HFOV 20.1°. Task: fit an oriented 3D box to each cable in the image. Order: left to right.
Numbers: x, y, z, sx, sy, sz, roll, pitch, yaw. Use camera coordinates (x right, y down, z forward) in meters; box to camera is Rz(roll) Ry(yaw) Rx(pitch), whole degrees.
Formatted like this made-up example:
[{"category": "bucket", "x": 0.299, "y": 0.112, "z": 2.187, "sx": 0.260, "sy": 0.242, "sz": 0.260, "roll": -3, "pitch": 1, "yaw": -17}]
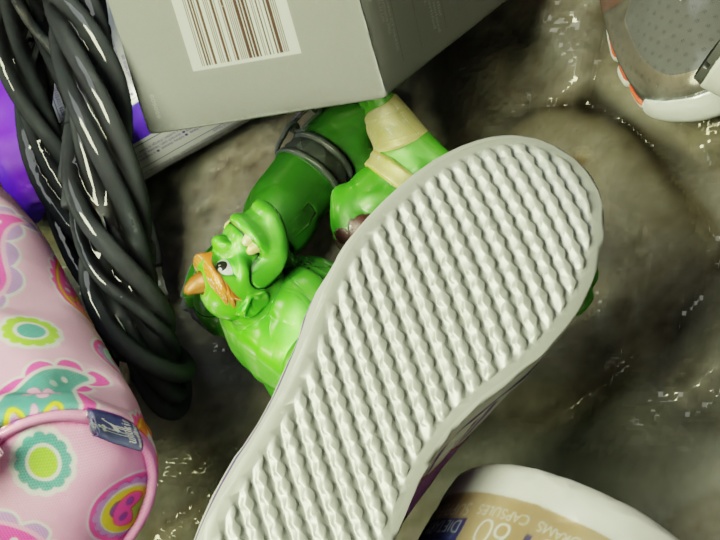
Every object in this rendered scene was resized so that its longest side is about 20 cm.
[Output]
[{"category": "cable", "x": -0.109, "y": -0.040, "z": 0.794, "sx": 0.050, "sy": 0.201, "sz": 0.163, "roll": -13, "pitch": 21, "yaw": -7}]

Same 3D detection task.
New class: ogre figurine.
[{"category": "ogre figurine", "x": 0.000, "y": 0.000, "z": 0.778, "sx": 0.120, "sy": 0.098, "sz": 0.200, "roll": -43, "pitch": 52, "yaw": -5}]

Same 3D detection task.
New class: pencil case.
[{"category": "pencil case", "x": -0.139, "y": 0.029, "z": 0.725, "sx": 0.087, "sy": 0.087, "sz": 0.200, "roll": -40, "pitch": 42, "yaw": 3}]

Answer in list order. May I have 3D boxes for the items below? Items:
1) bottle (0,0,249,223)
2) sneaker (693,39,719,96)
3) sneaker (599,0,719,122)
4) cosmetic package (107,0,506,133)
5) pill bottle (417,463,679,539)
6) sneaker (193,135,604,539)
[{"category": "bottle", "x": -0.121, "y": -0.073, "z": 0.912, "sx": 0.199, "sy": 0.065, "sz": 0.084, "roll": -29, "pitch": 51, "yaw": 12}, {"category": "sneaker", "x": 0.210, "y": -0.115, "z": 0.759, "sx": 0.087, "sy": 0.076, "sz": 0.200, "roll": 37, "pitch": 69, "yaw": 6}, {"category": "sneaker", "x": 0.119, "y": -0.152, "z": 0.810, "sx": 0.077, "sy": 0.082, "sz": 0.201, "roll": -15, "pitch": 56, "yaw": 22}, {"category": "cosmetic package", "x": -0.007, "y": -0.126, "z": 0.798, "sx": 0.106, "sy": 0.091, "sz": 0.200, "roll": -8, "pitch": 21, "yaw": 25}, {"category": "pill bottle", "x": 0.031, "y": 0.170, "z": 0.631, "sx": 0.110, "sy": 0.111, "sz": 0.201, "roll": 14, "pitch": 61, "yaw": 35}, {"category": "sneaker", "x": 0.004, "y": 0.048, "z": 0.671, "sx": 0.072, "sy": 0.114, "sz": 0.201, "roll": 36, "pitch": 69, "yaw": 8}]
